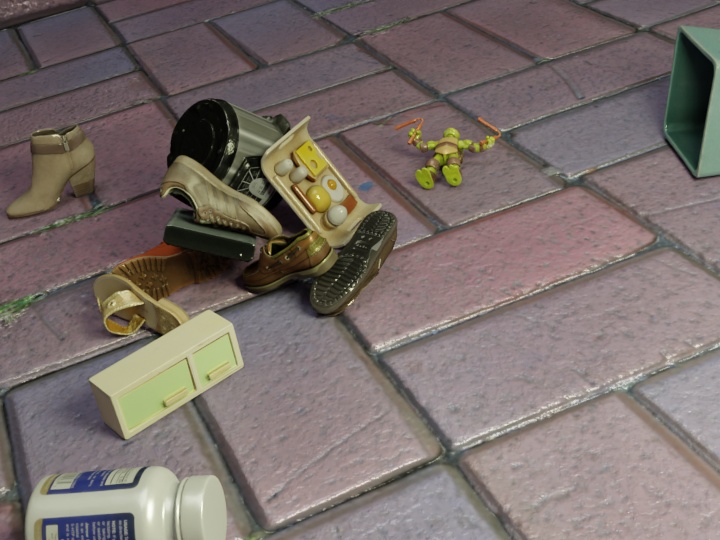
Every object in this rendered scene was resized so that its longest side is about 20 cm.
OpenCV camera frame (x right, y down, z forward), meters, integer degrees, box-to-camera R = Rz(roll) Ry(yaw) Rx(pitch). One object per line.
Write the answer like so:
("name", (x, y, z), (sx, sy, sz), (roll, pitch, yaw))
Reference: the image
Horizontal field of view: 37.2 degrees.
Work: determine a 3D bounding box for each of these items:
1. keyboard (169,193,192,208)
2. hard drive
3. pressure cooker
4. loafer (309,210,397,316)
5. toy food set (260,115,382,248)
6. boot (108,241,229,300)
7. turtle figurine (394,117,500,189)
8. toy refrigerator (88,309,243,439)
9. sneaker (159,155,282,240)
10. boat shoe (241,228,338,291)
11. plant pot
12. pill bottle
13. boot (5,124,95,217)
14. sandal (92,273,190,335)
("keyboard", (-0.218, -0.102, 1.771), (0.126, 0.200, 0.021), (6, 79, 24))
("hard drive", (-0.235, -0.058, 1.695), (0.138, 0.033, 0.200), (13, 10, -8))
("pressure cooker", (-0.207, -0.189, 1.830), (0.175, 0.181, 0.199), (-10, -19, 39))
("loafer", (0.000, 0.000, 1.621), (0.073, 0.071, 0.200), (23, 60, 32))
("toy food set", (-0.061, -0.149, 1.783), (0.060, 0.200, 0.144), (-30, 13, 43))
("boot", (-0.324, -0.009, 1.744), (0.198, 0.076, 0.107), (-15, 27, -24))
("turtle figurine", (0.145, -0.210, 1.919), (0.198, 0.065, 0.162), (7, 42, 13))
("toy refrigerator", (-0.261, 0.141, 1.462), (0.199, 0.077, 0.070), (-31, 36, -31))
("sneaker", (-0.218, -0.092, 1.648), (0.076, 0.199, 0.070), (-57, 4, -17))
("boat shoe", (-0.120, -0.023, 1.633), (0.199, 0.068, 0.072), (-17, 30, 42))
("plant pot", (0.635, -0.281, 1.763), (0.198, 0.198, 0.197), (-1, 30, -3))
("pill bottle", (-0.256, 0.280, 1.186), (0.198, 0.121, 0.120), (-6, 31, 9))
("boot", (-0.609, -0.198, 2.069), (0.198, 0.147, 0.070), (-22, 34, -17))
("sandal", (-0.355, 0.066, 1.618), (0.210, 0.078, 0.070), (18, 37, 31))
